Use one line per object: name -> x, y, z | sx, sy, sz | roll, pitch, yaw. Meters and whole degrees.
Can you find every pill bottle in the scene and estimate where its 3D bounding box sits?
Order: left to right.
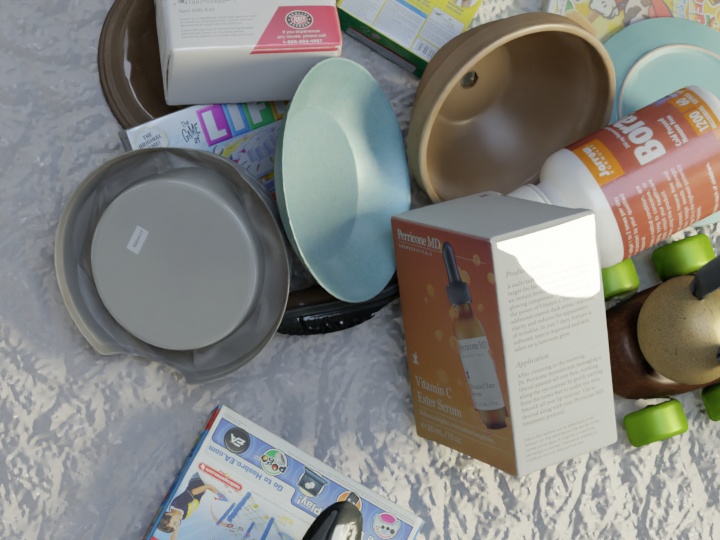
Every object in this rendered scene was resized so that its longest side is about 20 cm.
pill bottle -> 0.229, -0.071, 1.658 | 0.200, 0.112, 0.112 | -27, 86, -9

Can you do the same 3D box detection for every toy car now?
toy car -> 0.296, 0.048, 1.641 | 0.158, 0.200, 0.165 | -16, 83, -18

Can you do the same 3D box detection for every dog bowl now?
dog bowl -> -0.146, -0.009, 1.559 | 0.200, 0.059, 0.200 | 3, 104, 13

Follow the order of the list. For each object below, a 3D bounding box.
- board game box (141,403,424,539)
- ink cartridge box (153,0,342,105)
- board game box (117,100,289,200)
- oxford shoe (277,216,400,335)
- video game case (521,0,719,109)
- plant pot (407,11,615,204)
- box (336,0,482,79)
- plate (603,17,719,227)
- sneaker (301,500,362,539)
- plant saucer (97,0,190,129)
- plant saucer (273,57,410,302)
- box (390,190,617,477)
board game box -> -0.080, 0.245, 1.573 | 0.200, 0.056, 0.196 | 31, 72, -7
ink cartridge box -> -0.102, -0.243, 1.609 | 0.145, 0.085, 0.200 | -3, 60, -10
board game box -> -0.090, -0.090, 1.629 | 0.200, 0.034, 0.135 | -23, 99, -17
oxford shoe -> 0.000, 0.000, 1.643 | 0.200, 0.073, 0.085 | -22, 82, -31
video game case -> 0.255, -0.217, 1.781 | 0.182, 0.023, 0.200 | 18, 74, -11
plant pot -> 0.116, -0.148, 1.668 | 0.201, 0.201, 0.093 | -23, 45, -19
box -> 0.065, -0.283, 1.731 | 0.117, 0.048, 0.200 | 31, 74, -7
plate -> 0.296, -0.140, 1.752 | 0.200, 0.026, 0.201 | 3, 78, -14
sneaker -> -0.012, 0.292, 1.520 | 0.115, 0.075, 0.200 | 24, 83, -14
plant saucer -> -0.128, -0.184, 1.667 | 0.200, 0.029, 0.200 | 3, 77, -14
plant saucer -> -0.023, -0.072, 1.562 | 0.201, 0.039, 0.201 | 12, 75, -58
box -> 0.117, 0.048, 1.578 | 0.106, 0.152, 0.200 | -15, 106, -28
